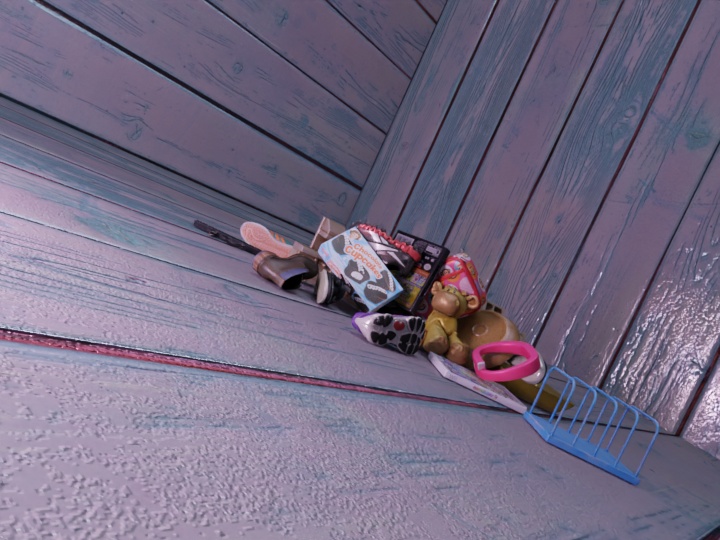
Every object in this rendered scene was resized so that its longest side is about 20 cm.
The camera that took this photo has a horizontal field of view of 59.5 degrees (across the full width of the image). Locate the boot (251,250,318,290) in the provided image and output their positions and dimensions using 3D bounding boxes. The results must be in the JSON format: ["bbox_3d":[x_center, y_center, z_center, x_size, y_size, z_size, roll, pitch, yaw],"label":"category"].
[{"bbox_3d":[-0.144,0.014,1.403,0.097,0.076,0.198,40,21,33],"label":"boot"}]

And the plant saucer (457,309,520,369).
[{"bbox_3d":[0.300,0.160,1.582,0.199,0.199,0.036,29,-34,44],"label":"plant saucer"}]

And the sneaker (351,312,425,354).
[{"bbox_3d":[0.062,0.117,1.310,0.198,0.082,0.083,22,-1,-43],"label":"sneaker"}]

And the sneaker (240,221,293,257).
[{"bbox_3d":[-0.251,-0.070,1.784,0.197,0.072,0.080,32,-1,-4],"label":"sneaker"}]

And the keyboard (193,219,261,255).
[{"bbox_3d":[-0.344,-0.084,1.651,0.197,0.021,0.127,25,4,-17],"label":"keyboard"}]

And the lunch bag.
[{"bbox_3d":[0.211,0.041,1.620,0.082,0.197,0.179,-29,94,-57],"label":"lunch bag"}]

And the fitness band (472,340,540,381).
[{"bbox_3d":[0.324,0.199,1.413,0.140,0.038,0.200,-11,8,4],"label":"fitness band"}]

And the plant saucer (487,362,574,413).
[{"bbox_3d":[0.408,0.288,1.585,0.197,0.049,0.200,26,3,-11],"label":"plant saucer"}]

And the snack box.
[{"bbox_3d":[0.000,0.000,1.513,0.115,0.037,0.201,-29,74,-35],"label":"snack box"}]

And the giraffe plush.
[{"bbox_3d":[0.204,0.117,1.508,0.169,0.166,0.200,23,0,-1],"label":"giraffe plush"}]

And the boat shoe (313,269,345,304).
[{"bbox_3d":[-0.067,0.042,1.436,0.064,0.076,0.199,13,-4,-9],"label":"boat shoe"}]

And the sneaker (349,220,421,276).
[{"bbox_3d":[0.050,-0.050,1.577,0.197,0.099,0.071,28,-9,8],"label":"sneaker"}]

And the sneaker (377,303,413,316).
[{"bbox_3d":[0.098,0.115,1.697,0.104,0.061,0.198,33,10,39],"label":"sneaker"}]

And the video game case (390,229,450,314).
[{"bbox_3d":[0.117,0.000,1.620,0.025,0.183,0.199,35,-6,-39],"label":"video game case"}]

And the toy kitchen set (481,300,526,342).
[{"bbox_3d":[0.345,0.131,1.734,0.160,0.184,0.200,25,-29,-9],"label":"toy kitchen set"}]

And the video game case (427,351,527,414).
[{"bbox_3d":[0.248,0.240,1.357,0.197,0.018,0.143,26,4,-11],"label":"video game case"}]

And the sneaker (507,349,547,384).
[{"bbox_3d":[0.416,0.232,1.499,0.084,0.076,0.200,33,7,-6],"label":"sneaker"}]

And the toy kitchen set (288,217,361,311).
[{"bbox_3d":[-0.048,-0.018,1.568,0.198,0.166,0.179,22,5,-41],"label":"toy kitchen set"}]

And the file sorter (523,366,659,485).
[{"bbox_3d":[0.445,0.292,1.213,0.197,0.125,0.139,26,4,-5],"label":"file sorter"}]
